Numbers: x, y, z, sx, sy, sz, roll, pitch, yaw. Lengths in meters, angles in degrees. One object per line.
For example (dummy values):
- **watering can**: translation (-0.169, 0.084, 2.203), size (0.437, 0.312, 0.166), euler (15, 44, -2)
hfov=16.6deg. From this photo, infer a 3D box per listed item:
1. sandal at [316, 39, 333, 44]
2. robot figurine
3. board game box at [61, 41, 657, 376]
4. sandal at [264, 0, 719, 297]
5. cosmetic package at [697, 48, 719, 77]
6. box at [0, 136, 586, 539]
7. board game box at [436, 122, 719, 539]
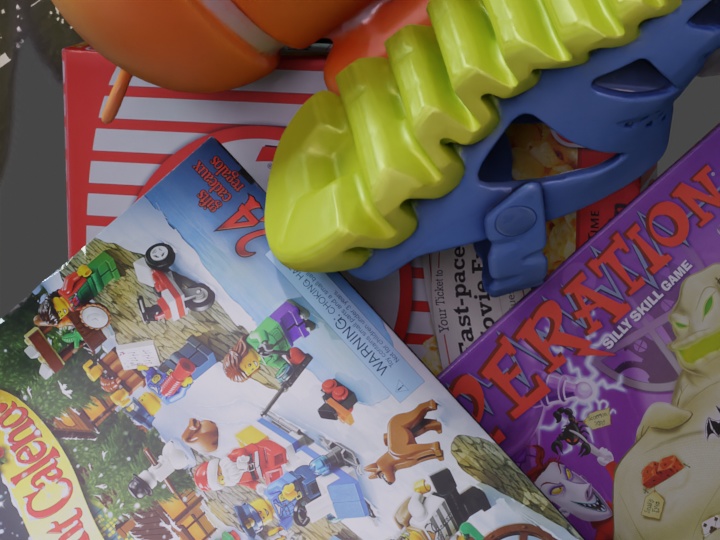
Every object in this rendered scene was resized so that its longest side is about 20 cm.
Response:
- **sandal**: translation (-0.022, -0.088, 0.884), size (0.081, 0.055, 0.201), euler (-14, 76, 12)
- **robot figurine**: translation (-0.025, -0.134, 0.759), size (0.199, 0.144, 0.117), euler (-34, 50, 14)
- **board game box**: translation (0.000, 0.000, 0.838), size (0.199, 0.046, 0.153), euler (3, 103, 15)
- **sandal**: translation (0.063, -0.058, 0.732), size (0.200, 0.087, 0.080), euler (-38, 41, 32)
- **cosmetic package**: translation (0.191, -0.136, 0.780), size (0.199, 0.085, 0.108), euler (-8, 71, -22)
- **box**: translation (-0.030, 0.076, 0.762), size (0.136, 0.038, 0.200), euler (-41, 76, -9)
- **board game box**: translation (0.105, 0.040, 0.779), size (0.200, 0.032, 0.120), euler (-43, 85, 20)
